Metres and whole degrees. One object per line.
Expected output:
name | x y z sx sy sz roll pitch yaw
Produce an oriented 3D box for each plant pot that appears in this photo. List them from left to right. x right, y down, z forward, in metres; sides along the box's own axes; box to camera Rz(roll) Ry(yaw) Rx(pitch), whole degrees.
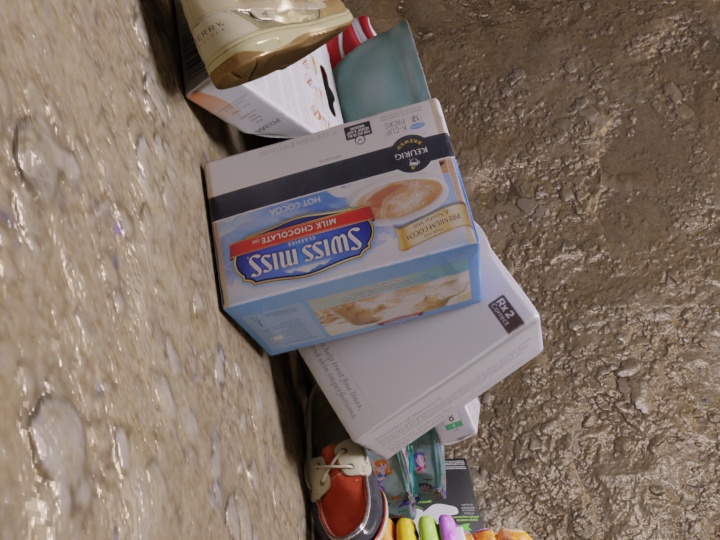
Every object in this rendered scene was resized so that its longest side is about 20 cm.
plant pot | 0.018 -0.156 0.856 0.200 0.133 0.202 -17 90 -83

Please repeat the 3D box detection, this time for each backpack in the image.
backpack | 0.024 0.198 0.926 0.201 0.149 0.179 66 11 -49

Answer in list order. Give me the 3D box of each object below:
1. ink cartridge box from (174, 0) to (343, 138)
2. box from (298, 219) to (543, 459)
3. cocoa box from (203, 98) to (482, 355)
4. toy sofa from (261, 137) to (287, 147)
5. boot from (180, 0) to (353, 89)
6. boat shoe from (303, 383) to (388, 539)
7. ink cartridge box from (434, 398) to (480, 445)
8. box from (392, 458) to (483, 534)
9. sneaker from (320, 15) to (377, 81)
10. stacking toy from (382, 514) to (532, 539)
ink cartridge box | -0.089 -0.192 0.711 0.200 0.050 0.163 30 43 -57
box | 0.041 0.040 0.746 0.200 0.199 0.131 56 1 25
cocoa box | -0.010 -0.028 0.634 0.134 0.198 0.132 66 11 -66
toy sofa | -0.083 -0.143 0.928 0.201 0.082 0.098 -101 171 -45
boot | -0.091 -0.236 0.606 0.156 0.072 0.200 58 35 -9
boat shoe | -0.021 0.186 0.736 0.200 0.071 0.063 -103 171 -62
ink cartridge box | 0.085 0.089 0.906 0.161 0.050 0.201 -3 70 -79
box | 0.087 0.375 1.020 0.149 0.123 0.201 110 -23 -46
sneaker | 0.001 -0.215 0.963 0.071 0.112 0.201 -95 167 -65
stacking toy | 0.067 0.277 0.740 0.116 0.198 0.110 71 6 -56
